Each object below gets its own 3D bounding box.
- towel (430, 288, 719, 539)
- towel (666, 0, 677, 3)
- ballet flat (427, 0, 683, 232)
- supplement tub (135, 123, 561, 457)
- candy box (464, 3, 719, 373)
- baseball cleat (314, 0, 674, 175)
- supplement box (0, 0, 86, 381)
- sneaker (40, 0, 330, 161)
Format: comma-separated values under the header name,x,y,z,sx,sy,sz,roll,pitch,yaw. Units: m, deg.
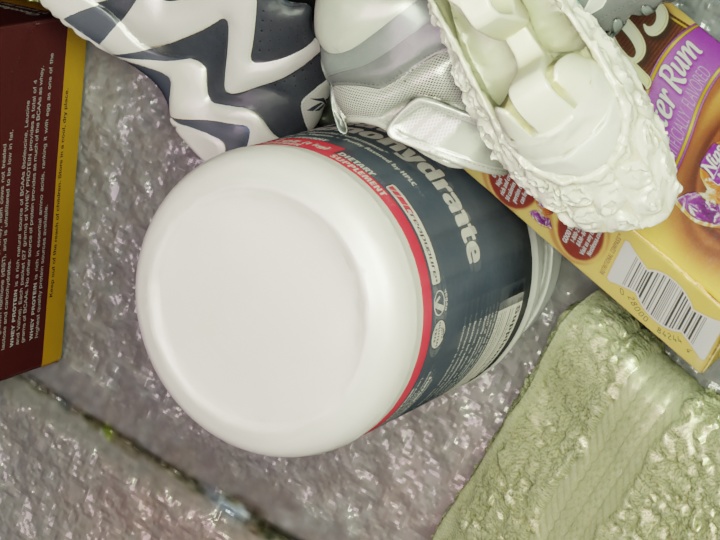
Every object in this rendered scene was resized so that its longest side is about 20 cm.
name,x,y,z,sx,sy,sz,roll,pitch,yaw
towel,0.113,0.125,1.226,0.148,0.036,0.200,43,121,26
towel,0.150,-0.233,1.095,0.200,0.086,0.166,-37,111,29
ballet flat,0.059,-0.094,1.025,0.072,0.072,0.200,-30,97,29
supplement tub,0.000,0.000,1.185,0.140,0.200,0.141,6,103,26
candy box,0.121,-0.061,1.153,0.200,0.117,0.056,40,148,15
baseball cleat,0.082,-0.099,1.088,0.200,0.070,0.107,-9,94,16
supplement box,-0.256,-0.040,1.312,0.133,0.200,0.198,13,106,25
sneaker,-0.079,-0.153,1.266,0.199,0.079,0.130,49,116,11
